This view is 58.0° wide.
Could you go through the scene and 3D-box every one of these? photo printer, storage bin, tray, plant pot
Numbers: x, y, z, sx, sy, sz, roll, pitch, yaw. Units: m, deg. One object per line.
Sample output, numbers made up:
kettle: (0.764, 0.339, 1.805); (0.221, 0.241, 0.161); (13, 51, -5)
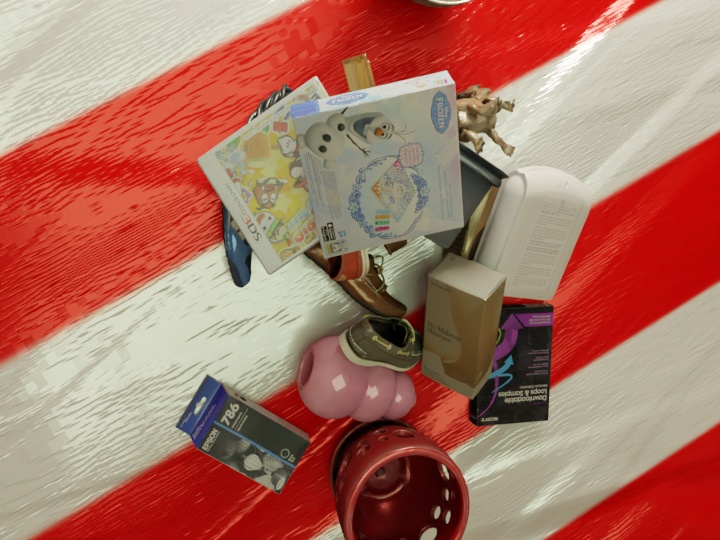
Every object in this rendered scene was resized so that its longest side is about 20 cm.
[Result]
photo printer: (0.267, -0.059, 1.008); (0.163, 0.069, 0.205); (5, 112, -33)
storage bin: (0.106, -0.130, 0.966); (0.143, 0.200, 0.136); (29, 100, -15)
tray: (0.015, -0.215, 0.912); (0.036, 0.200, 0.102); (-14, 85, 4)
plant pot: (0.051, 0.339, 1.014); (0.194, 0.182, 0.207); (-2, 98, -12)

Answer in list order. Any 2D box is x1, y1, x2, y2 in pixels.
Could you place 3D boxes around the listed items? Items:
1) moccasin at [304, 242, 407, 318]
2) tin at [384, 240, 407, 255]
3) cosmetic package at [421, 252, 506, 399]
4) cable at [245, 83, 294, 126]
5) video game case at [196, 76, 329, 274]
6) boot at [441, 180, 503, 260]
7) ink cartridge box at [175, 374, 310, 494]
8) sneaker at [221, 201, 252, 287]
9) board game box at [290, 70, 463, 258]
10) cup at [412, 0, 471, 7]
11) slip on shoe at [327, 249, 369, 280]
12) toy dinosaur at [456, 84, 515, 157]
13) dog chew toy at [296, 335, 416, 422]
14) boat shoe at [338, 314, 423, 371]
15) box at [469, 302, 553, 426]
moccasin: (0.000, 0.000, 1.019); (0.201, 0.074, 0.078); (43, 95, -5)
tin: (0.014, -0.120, 0.978); (0.041, 0.112, 0.204); (-26, 104, 4)
cosmetic package: (0.155, 0.087, 0.998); (0.071, 0.103, 0.204); (-39, 140, -40)
cable: (-0.109, -0.166, 0.947); (0.160, 0.050, 0.207); (-13, 101, -39)
video game case: (-0.092, -0.126, 0.881); (0.197, 0.023, 0.185); (-33, 99, 2)
boot: (0.230, -0.048, 1.063); (0.162, 0.072, 0.205); (14, 103, -21)
ink cartridge box: (-0.184, 0.260, 1.024); (0.197, 0.039, 0.101); (33, 90, -14)
sneaker: (-0.166, -0.076, 0.966); (0.080, 0.074, 0.207); (-1, 99, -15)
board game box: (0.027, -0.127, 0.816); (0.193, 0.044, 0.204); (-11, 127, -1)
cup: (0.103, -0.473, 0.938); (0.194, 0.143, 0.207); (-2, 98, -13)
slip on shoe: (-0.041, -0.080, 0.930); (0.060, 0.073, 0.206); (-21, 105, -29)
toy dinosaur: (0.152, -0.227, 0.963); (0.197, 0.134, 0.088); (-14, 123, -49)
dog chew toy: (0.001, 0.179, 1.018); (0.196, 0.124, 0.128); (20, 93, -22)
boat shoe: (0.050, 0.108, 0.996); (0.060, 0.073, 0.199); (-42, 150, 25)
box: (0.260, 0.161, 1.115); (0.138, 0.036, 0.207); (-2, 99, -13)
